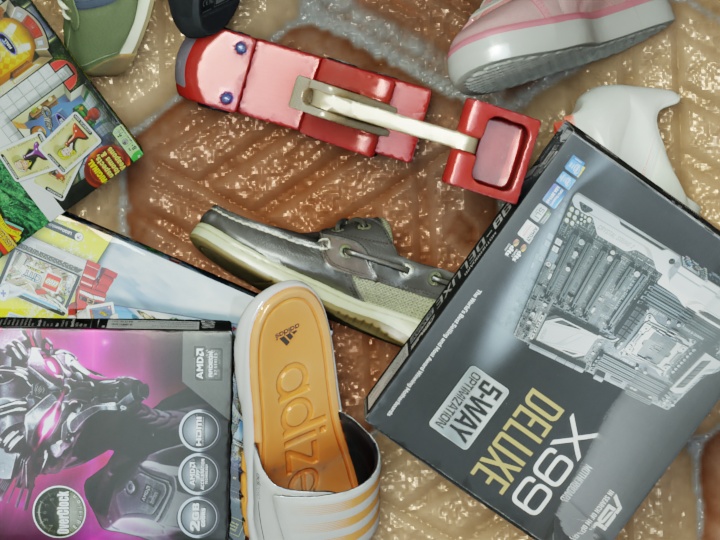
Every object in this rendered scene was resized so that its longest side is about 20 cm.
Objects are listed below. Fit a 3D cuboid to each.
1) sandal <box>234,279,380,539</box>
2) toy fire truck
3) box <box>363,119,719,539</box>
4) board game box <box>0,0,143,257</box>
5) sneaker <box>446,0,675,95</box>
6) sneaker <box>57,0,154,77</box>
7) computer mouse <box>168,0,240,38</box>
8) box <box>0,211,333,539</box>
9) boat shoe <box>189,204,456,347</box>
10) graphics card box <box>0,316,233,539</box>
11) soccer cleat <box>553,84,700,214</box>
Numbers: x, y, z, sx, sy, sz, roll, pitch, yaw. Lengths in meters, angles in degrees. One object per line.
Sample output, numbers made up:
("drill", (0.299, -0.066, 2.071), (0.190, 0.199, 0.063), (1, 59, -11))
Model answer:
("sandal", (-0.027, 0.105, 1.504), (0.079, 0.059, 0.208), (-26, 126, -23))
("toy fire truck", (-0.007, -0.091, 1.486), (0.199, 0.141, 0.049), (16, 94, -5))
("box", (0.120, 0.043, 1.486), (0.157, 0.050, 0.200), (35, 99, -7))
("board game box", (-0.218, -0.112, 1.466), (0.105, 0.023, 0.200), (-35, 112, 3))
("sneaker", (0.096, -0.162, 1.479), (0.075, 0.200, 0.105), (-24, 88, 37))
("sneaker", (-0.151, -0.186, 1.446), (0.089, 0.201, 0.067), (0, 51, -25))
("computer mouse", (-0.074, -0.218, 1.434), (0.034, 0.059, 0.201), (25, 118, 21))
("box", (-0.133, 0.056, 1.543), (0.199, 0.038, 0.137), (24, 94, -6))
("boat shoe", (0.000, 0.000, 1.537), (0.199, 0.073, 0.065), (23, 85, -12))
("graphics card box", (-0.170, 0.090, 1.500), (0.199, 0.051, 0.126), (2, 95, -5))
("soccer cleat", (0.163, -0.009, 1.545), (0.077, 0.069, 0.201), (-8, 93, -7))
